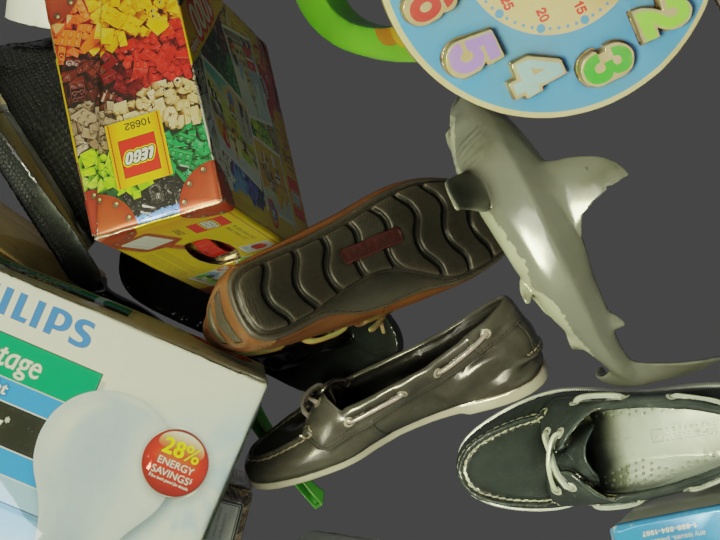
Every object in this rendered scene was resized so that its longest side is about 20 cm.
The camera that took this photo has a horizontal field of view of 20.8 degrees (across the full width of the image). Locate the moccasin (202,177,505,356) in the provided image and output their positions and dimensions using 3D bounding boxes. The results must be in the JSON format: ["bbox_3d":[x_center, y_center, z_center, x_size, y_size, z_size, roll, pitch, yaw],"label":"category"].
[{"bbox_3d":[0.001,0.001,1.146,0.074,0.201,0.078,60,154,3],"label":"moccasin"}]

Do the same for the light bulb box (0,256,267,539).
[{"bbox_3d":[-0.178,0.113,1.117,0.197,0.125,0.201,22,89,-4],"label":"light bulb box"}]

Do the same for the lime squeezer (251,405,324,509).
[{"bbox_3d":[-0.106,0.082,1.241,0.199,0.071,0.038,28,153,-22],"label":"lime squeezer"}]

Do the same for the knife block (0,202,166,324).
[{"bbox_3d":[-0.214,0.016,1.301,0.064,0.175,0.200,-62,29,17],"label":"knife block"}]

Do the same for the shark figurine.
[{"bbox_3d":[0.123,-0.017,1.105,0.089,0.128,0.215,-34,91,15],"label":"shark figurine"}]

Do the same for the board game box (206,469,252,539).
[{"bbox_3d":[-0.182,0.184,1.228,0.199,0.097,0.160,15,89,-4],"label":"board game box"}]

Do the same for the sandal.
[{"bbox_3d":[-0.070,0.029,1.239,0.200,0.048,0.076,20,106,18],"label":"sandal"}]

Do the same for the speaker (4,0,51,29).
[{"bbox_3d":[-0.172,-0.248,1.226,0.081,0.081,0.201,13,103,21],"label":"speaker"}]

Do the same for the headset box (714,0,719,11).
[{"bbox_3d":[0.287,-0.113,1.042,0.148,0.077,0.201,-28,88,13],"label":"headset box"}]

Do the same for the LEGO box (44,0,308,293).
[{"bbox_3d":[-0.100,-0.080,1.133,0.077,0.200,0.150,-16,78,10],"label":"LEGO box"}]

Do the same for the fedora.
[{"bbox_3d":[-0.187,-0.086,1.229,0.091,0.201,0.201,-32,84,-8],"label":"fedora"}]

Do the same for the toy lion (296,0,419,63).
[{"bbox_3d":[0.002,-0.229,1.170,0.191,0.069,0.201,11,102,28],"label":"toy lion"}]

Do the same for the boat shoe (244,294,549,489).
[{"bbox_3d":[0.014,0.071,1.187,0.199,0.067,0.057,-22,109,10],"label":"boat shoe"}]

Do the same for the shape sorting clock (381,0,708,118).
[{"bbox_3d":[0.105,-0.184,1.092,0.199,0.039,0.201,-2,102,-11],"label":"shape sorting clock"}]

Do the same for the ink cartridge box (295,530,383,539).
[{"bbox_3d":[-0.024,0.278,1.204,0.084,0.146,0.201,5,99,23],"label":"ink cartridge box"}]

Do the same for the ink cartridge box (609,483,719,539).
[{"bbox_3d":[0.243,0.219,1.115,0.146,0.086,0.201,-14,93,24],"label":"ink cartridge box"}]

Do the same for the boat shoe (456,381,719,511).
[{"bbox_3d":[0.142,0.103,1.154,0.199,0.060,0.076,-17,88,23],"label":"boat shoe"}]
